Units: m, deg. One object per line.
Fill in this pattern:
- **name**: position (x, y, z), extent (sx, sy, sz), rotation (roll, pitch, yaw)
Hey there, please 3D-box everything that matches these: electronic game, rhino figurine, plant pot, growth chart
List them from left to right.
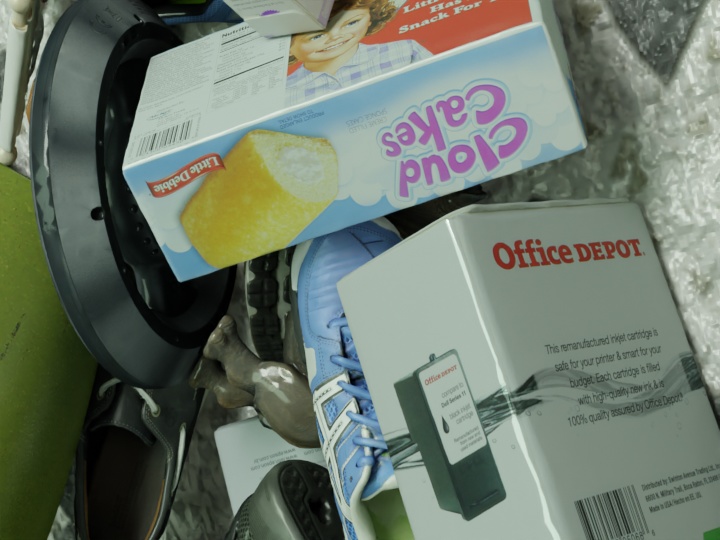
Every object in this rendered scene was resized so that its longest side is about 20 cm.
- **plant pot**: position (-0.214, 0.046, 0.868), extent (0.186, 0.187, 0.201), rotation (26, 85, 37)
- **growth chart**: position (-0.192, -0.162, 0.953), extent (0.201, 0.018, 0.146), rotation (-95, 16, -49)
- **electronic game**: position (-0.112, -0.041, 0.829), extent (0.041, 0.200, 0.202), rotation (-7, 89, 19)
- **rhino figurine**: position (0.000, 0.000, 0.821), extent (0.087, 0.060, 0.201), rotation (34, 95, 1)

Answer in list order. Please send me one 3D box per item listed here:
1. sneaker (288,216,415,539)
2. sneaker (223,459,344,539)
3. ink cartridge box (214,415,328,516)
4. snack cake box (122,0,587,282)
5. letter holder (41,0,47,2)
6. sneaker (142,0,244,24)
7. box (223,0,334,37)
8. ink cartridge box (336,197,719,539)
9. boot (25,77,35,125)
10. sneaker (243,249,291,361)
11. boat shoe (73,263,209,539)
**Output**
- **sneaker**: position (0.016, 0.066, 0.762), extent (0.077, 0.075, 0.202), rotation (-152, 48, -82)
- **sneaker**: position (-0.020, 0.209, 0.827), extent (0.114, 0.076, 0.200), rotation (-49, 60, 35)
- **ink cartridge box**: position (0.019, 0.158, 0.861), extent (0.199, 0.040, 0.202), rotation (-20, 80, 41)
- **snack cake box**: position (-0.003, -0.080, 0.757), extent (0.198, 0.115, 0.068), rotation (-18, 120, 12)
- **letter holder**: position (-0.101, -0.242, 0.859), extent (0.142, 0.100, 0.202), rotation (121, 159, -62)
- **sneaker**: position (-0.117, -0.178, 0.927), extent (0.199, 0.089, 0.079), rotation (12, 101, 43)
- **box**: position (-0.015, -0.206, 0.777), extent (0.041, 0.039, 0.202), rotation (-4, 61, 39)
- **ink cartridge box**: position (0.088, 0.076, 0.725), extent (0.083, 0.146, 0.202), rotation (-27, 74, 40)
- **boot**: position (-0.178, -0.038, 0.998), extent (0.200, 0.076, 0.156), rotation (-47, 65, 31)
- **sneaker**: position (-0.039, -0.043, 0.898), extent (0.089, 0.076, 0.202), rotation (-165, 73, -72)
- **boat shoe**: position (-0.122, 0.071, 0.913), extent (0.071, 0.068, 0.202), rotation (10, 94, -1)
